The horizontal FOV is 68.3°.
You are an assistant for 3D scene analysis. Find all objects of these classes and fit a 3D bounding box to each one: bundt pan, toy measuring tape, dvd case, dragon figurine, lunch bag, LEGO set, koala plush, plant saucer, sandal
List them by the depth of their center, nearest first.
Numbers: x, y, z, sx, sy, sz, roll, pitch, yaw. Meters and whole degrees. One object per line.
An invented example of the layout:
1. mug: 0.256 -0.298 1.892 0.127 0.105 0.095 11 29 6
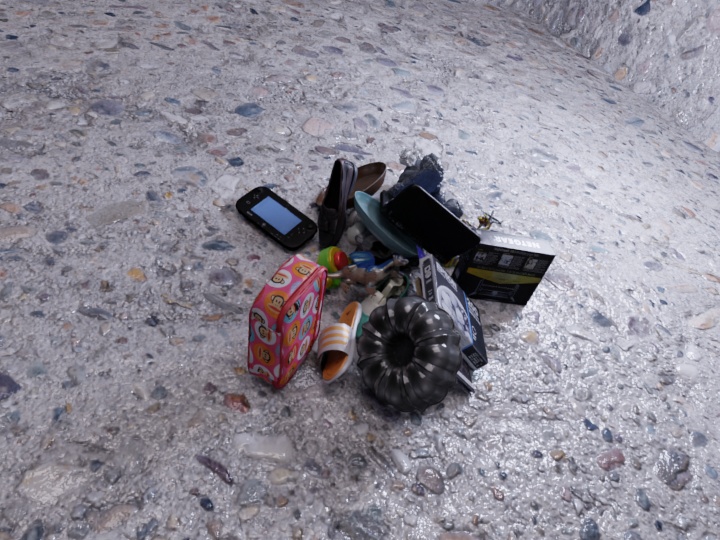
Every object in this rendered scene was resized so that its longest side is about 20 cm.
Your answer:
1. lunch bag: -0.119 0.080 0.915 0.080 0.205 0.177 23 41 14
2. bundt pan: 0.075 0.139 0.923 0.202 0.203 0.075 45 9 28
3. sandal: -0.048 0.120 0.985 0.059 0.079 0.210 41 31 -19
4. dvd case: 0.164 0.127 1.049 0.148 0.016 0.204 43 27 -35
5. dragon figurine: 0.000 0.000 1.079 0.192 0.061 0.100 4 24 13
6. plant saucer: 0.057 -0.094 1.150 0.198 0.028 0.202 38 20 -15
7. toy measuring tape: -0.050 -0.037 1.161 0.071 0.075 0.202 21 41 3
8. plant saucer: -0.018 -0.201 1.305 0.195 0.035 0.202 -25 25 12
9. LEGO set: 0.271 -0.095 1.310 0.149 0.118 0.203 22 41 3
10. koala plush: 0.145 -0.211 1.328 0.179 0.180 0.203 -23 32 20

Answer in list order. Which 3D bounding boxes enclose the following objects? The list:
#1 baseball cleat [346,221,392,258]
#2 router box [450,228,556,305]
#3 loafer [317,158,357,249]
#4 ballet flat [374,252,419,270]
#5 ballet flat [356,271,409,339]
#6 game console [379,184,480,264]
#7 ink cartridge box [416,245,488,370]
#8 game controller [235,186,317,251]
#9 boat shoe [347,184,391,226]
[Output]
1. baseball cleat: 0.037 -0.068 1.201 0.105 0.071 0.199 35 22 15
2. router box: 0.317 -0.004 1.204 0.192 0.161 0.053 8 41 -13
3. loafer: -0.063 -0.151 1.190 0.070 0.208 0.062 17 3 29
4. ballet flat: 0.066 -0.007 1.199 0.194 0.058 0.067 -18 43 -26
5. ballet flat: 0.041 0.060 1.095 0.066 0.072 0.199 30 42 18
6. game console: 0.148 -0.120 1.163 0.197 0.117 0.178 36 25 -17
7. ink cartridge box: 0.187 0.066 1.085 0.198 0.043 0.204 45 28 -33
8. game controller: -0.193 -0.121 1.219 0.197 0.043 0.104 35 44 18
9. boat shoe: 0.042 -0.151 1.329 0.068 0.074 0.199 34 35 16
